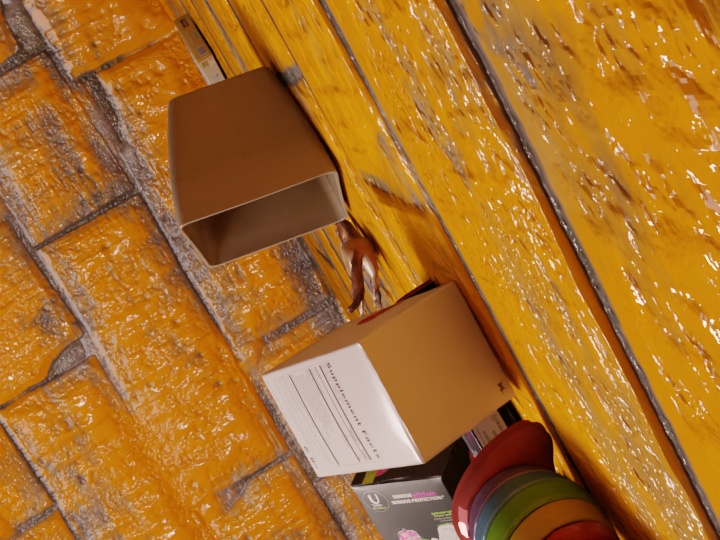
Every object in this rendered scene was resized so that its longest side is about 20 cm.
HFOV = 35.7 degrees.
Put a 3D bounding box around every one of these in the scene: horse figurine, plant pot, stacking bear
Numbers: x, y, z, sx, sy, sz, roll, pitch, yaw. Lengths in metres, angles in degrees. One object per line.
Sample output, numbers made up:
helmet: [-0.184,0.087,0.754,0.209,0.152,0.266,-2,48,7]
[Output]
horse figurine: [0.000,0.000,1.464,0.200,0.050,0.133,-90,-13,-82]
plant pot: [-0.145,-0.139,1.424,0.200,0.200,0.177,76,174,-76]
stacking bear: [0.158,0.220,0.868,0.122,0.114,0.200,61,171,-22]

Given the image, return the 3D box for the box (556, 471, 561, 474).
box: [0.199,0.261,1.072,0.039,0.041,0.200,55,173,40]

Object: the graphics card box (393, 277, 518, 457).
graphics card box: [0.100,0.110,1.133,0.200,0.051,0.125,58,175,5]

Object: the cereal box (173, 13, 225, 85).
cereal box: [-0.333,-0.445,2.438,0.144,0.039,0.200,57,175,32]

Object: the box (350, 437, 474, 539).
box: [0.102,0.272,1.344,0.200,0.124,0.149,61,-146,-26]

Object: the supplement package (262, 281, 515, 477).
supplement package: [0.021,0.105,1.034,0.200,0.121,0.120,-24,95,58]
